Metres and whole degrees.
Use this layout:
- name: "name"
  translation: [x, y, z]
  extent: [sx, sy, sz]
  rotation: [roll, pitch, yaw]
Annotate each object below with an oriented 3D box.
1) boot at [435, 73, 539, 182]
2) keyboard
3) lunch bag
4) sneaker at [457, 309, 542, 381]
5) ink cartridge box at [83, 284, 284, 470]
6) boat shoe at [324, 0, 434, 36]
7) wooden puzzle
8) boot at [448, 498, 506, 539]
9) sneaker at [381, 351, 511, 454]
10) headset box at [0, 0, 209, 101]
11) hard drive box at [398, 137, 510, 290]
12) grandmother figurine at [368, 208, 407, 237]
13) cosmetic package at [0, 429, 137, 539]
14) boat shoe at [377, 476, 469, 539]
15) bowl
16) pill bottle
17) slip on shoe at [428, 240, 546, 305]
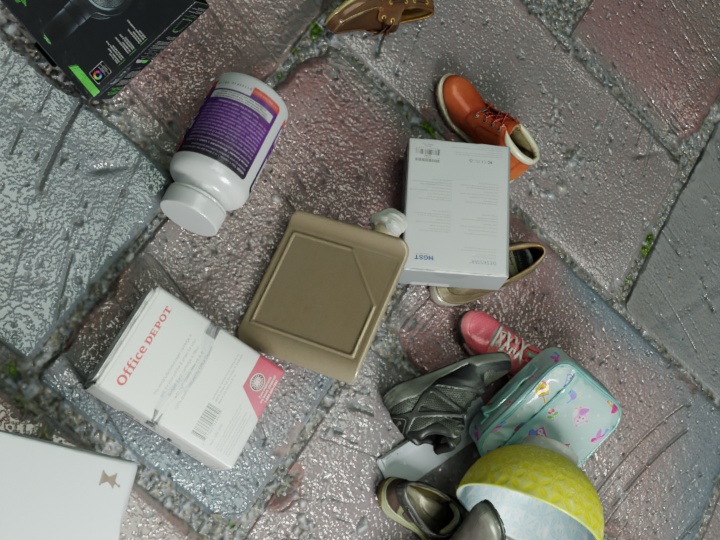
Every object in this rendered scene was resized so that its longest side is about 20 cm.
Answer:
- name: "boot"
  translation: [0.201, -0.233, 1.400]
  extent: [0.075, 0.107, 0.201]
  rotation: [-39, 95, -26]
- name: "keyboard"
  translation: [0.112, 0.250, 1.304]
  extent: [0.199, 0.011, 0.057]
  rotation: [-28, 97, -28]
- name: "lunch bag"
  translation: [0.260, 0.220, 1.295]
  extent: [0.160, 0.077, 0.200]
  rotation: [39, 99, -21]
- name: "sneaker"
  translation: [0.234, 0.122, 1.347]
  extent: [0.200, 0.087, 0.074]
  rotation: [40, 64, -13]
- name: "ink cartridge box"
  translation: [-0.220, 0.136, 1.124]
  extent: [0.199, 0.085, 0.146]
  rotation: [37, 65, -16]
- name: "boat shoe"
  translation: [0.036, -0.396, 1.374]
  extent: [0.199, 0.072, 0.068]
  rotation: [-28, 89, -31]
- name: "wooden puzzle"
  translation: [-0.048, 0.032, 1.199]
  extent: [0.184, 0.037, 0.201]
  rotation: [16, 75, 23]
- name: "boot"
  translation: [0.107, 0.391, 1.179]
  extent: [0.130, 0.201, 0.068]
  rotation: [-6, 40, -30]
- name: "sneaker"
  translation: [0.140, 0.190, 1.271]
  extent: [0.198, 0.076, 0.115]
  rotation: [-20, 68, -20]
- name: "headset box"
  translation: [-0.324, -0.335, 1.129]
  extent: [0.200, 0.093, 0.174]
  rotation: [-38, 99, 10]
- name: "hard drive box"
  translation: [0.137, -0.082, 1.321]
  extent: [0.154, 0.077, 0.202]
  rotation: [5, 74, -2]
- name: "grandmother figurine"
  translation: [0.000, 0.000, 1.250]
  extent: [0.201, 0.121, 0.061]
  rotation: [-58, 148, -9]
- name: "cosmetic package"
  translation: [-0.355, 0.270, 0.962]
  extent: [0.165, 0.200, 0.169]
  rotation: [19, 70, -21]
- name: "boat shoe"
  translation: [0.114, 0.349, 1.247]
  extent: [0.199, 0.065, 0.074]
  rotation: [31, 66, -21]
- name: "bowl"
  translation: [0.239, 0.288, 1.204]
  extent: [0.199, 0.200, 0.108]
  rotation: [36, 62, -14]
- name: "pill bottle"
  translation: [-0.183, -0.151, 1.190]
  extent: [0.111, 0.111, 0.201]
  rotation: [31, 67, -17]
- name: "slip on shoe"
  translation: [0.196, 0.000, 1.369]
  extent: [0.198, 0.061, 0.077]
  rotation: [-14, 85, -26]
